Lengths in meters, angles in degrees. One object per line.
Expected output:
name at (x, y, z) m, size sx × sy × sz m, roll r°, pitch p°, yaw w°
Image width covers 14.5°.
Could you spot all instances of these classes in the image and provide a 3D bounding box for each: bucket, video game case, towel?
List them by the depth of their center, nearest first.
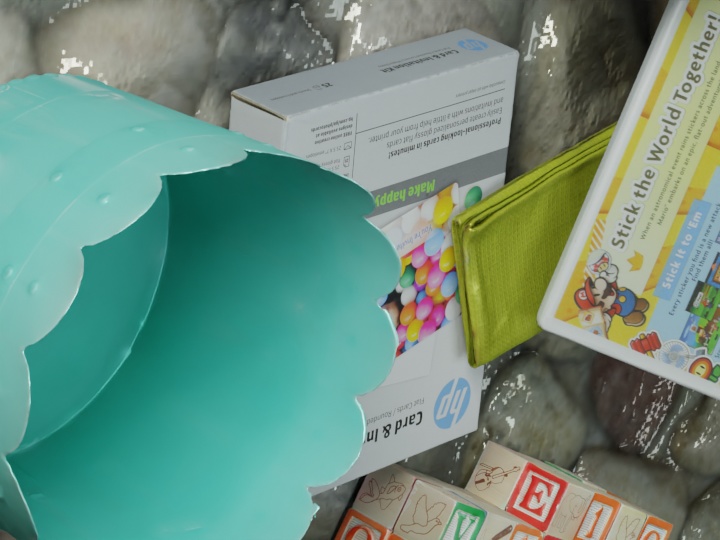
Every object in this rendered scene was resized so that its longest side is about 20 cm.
bucket at (-0.099, 0.025, 1.148) m, size 0.207 × 0.134 × 0.208 m, roll -25°, pitch 127°, yaw -38°
video game case at (0.204, -0.032, 1.352) m, size 0.023 × 0.181 × 0.201 m, roll -90°, pitch -158°, yaw -77°
towel at (0.126, -0.029, 1.392) m, size 0.199 × 0.018 × 0.087 m, roll -29°, pitch 125°, yaw -30°

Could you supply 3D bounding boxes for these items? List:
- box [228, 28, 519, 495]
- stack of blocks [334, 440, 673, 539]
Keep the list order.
box at (0.000, 0.000, 1.324) m, size 0.155 × 0.041 × 0.201 m, roll -18°, pitch 124°, yaw -43°
stack of blocks at (0.070, 0.153, 1.472) m, size 0.200 × 0.058 × 0.116 m, roll 24°, pitch 91°, yaw -52°
